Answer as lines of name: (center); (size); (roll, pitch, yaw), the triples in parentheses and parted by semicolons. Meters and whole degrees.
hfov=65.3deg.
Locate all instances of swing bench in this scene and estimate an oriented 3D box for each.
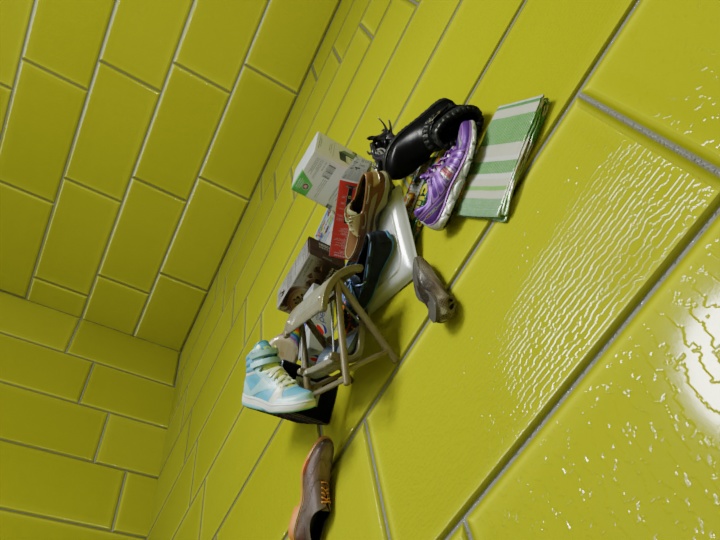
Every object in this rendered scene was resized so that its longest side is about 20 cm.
swing bench: (-0.055, 0.124, 1.094); (0.198, 0.127, 0.206); (-37, 73, 54)

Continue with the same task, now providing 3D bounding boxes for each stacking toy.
stacking toy: (-0.180, 0.187, 1.463); (0.088, 0.083, 0.200); (-63, -2, 12)

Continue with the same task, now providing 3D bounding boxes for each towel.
towel: (0.234, -0.184, 0.940); (0.207, 0.023, 0.152); (-70, 20, 1)

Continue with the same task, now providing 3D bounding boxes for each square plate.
square plate: (0.044, -0.042, 1.183); (0.198, 0.028, 0.207); (-45, 49, 49)

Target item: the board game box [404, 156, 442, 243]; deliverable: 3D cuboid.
board game box: (0.117, -0.140, 1.181); (0.104, 0.023, 0.206); (24, 93, 67)

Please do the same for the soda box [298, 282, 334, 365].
soda box: (-0.110, 0.135, 1.414); (0.064, 0.066, 0.205); (-49, 30, 39)

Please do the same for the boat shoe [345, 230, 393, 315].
boat shoe: (0.000, 0.000, 1.157); (0.085, 0.067, 0.206); (52, 129, 49)

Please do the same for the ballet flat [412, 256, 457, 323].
ballet flat: (0.126, 0.031, 0.981); (0.201, 0.044, 0.070); (-109, 15, -67)

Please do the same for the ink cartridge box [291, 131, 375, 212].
ink cartridge box: (-0.063, -0.241, 1.472); (0.146, 0.195, 0.086); (-47, 26, 40)

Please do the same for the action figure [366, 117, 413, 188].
action figure: (0.064, -0.232, 1.262); (0.100, 0.117, 0.208); (17, 106, 37)

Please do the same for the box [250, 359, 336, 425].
box: (-0.160, 0.283, 1.294); (0.199, 0.144, 0.108); (-27, 46, 61)

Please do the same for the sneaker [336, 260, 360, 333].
sneaker: (-0.023, 0.057, 1.273); (0.078, 0.073, 0.206); (-38, 35, 57)

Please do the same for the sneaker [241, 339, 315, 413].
sneaker: (-0.167, 0.207, 1.113); (0.195, 0.078, 0.136); (-4, 86, 38)

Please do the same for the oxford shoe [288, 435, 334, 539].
oxford shoe: (-0.077, 0.429, 1.089); (0.071, 0.070, 0.208); (1, 75, 46)

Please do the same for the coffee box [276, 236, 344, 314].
coffee box: (-0.135, 0.027, 1.514); (0.203, 0.110, 0.081); (-56, 25, 27)

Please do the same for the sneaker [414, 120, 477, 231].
sneaker: (0.154, -0.177, 1.012); (0.081, 0.081, 0.206); (1, -68, -82)

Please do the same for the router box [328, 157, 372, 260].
router box: (-0.022, -0.151, 1.334); (0.201, 0.047, 0.186); (-70, -9, -65)

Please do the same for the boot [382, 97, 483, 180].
boot: (0.136, -0.252, 1.108); (0.212, 0.079, 0.159); (-47, 25, 10)

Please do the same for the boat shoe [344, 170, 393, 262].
boat shoe: (-0.001, -0.117, 1.172); (0.076, 0.072, 0.206); (52, 128, 49)

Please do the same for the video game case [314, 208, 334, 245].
video game case: (-0.086, -0.129, 1.666); (0.147, 0.018, 0.201); (-63, 22, 15)
